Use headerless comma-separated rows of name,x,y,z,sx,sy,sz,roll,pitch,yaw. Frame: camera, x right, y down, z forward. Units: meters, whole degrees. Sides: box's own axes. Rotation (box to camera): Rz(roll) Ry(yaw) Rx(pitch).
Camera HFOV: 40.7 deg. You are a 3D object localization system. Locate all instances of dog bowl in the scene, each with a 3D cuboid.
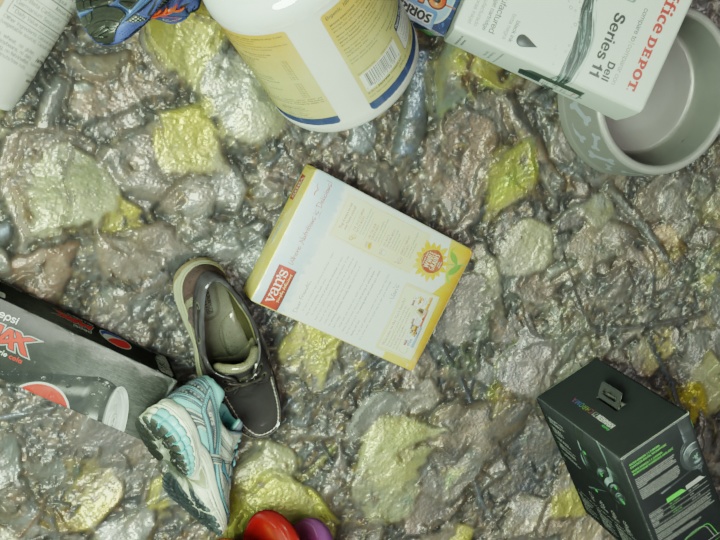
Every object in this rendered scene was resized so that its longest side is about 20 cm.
dog bowl,0.312,-0.194,1.039,0.199,0.059,0.201,-6,107,-20

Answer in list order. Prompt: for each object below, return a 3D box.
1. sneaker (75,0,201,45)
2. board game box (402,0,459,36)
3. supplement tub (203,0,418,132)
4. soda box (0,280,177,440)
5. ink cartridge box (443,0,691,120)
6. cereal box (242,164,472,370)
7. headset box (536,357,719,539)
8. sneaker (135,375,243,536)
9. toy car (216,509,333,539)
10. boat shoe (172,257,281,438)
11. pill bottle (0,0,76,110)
sneaker,-0.162,-0.231,0.787,0.075,0.200,0.079,5,131,17
board game box,0.018,-0.322,0.901,0.199,0.034,0.136,20,96,-25
supplement tub,-0.045,-0.225,0.805,0.144,0.144,0.200,-44,145,-5
soda box,-0.272,0.078,0.883,0.200,0.063,0.071,30,93,-25
ink cartridge box,0.201,-0.252,0.931,0.199,0.083,0.147,23,94,-4
cereal box,0.000,0.000,0.981,0.199,0.040,0.144,26,94,-25
headset box,0.301,0.215,1.084,0.093,0.174,0.201,-31,112,-10
sneaker,-0.143,0.180,0.934,0.086,0.077,0.200,-44,148,-30
toy car,-0.075,0.325,0.991,0.199,0.175,0.151,25,55,-32
boat shoe,-0.124,0.085,0.941,0.072,0.065,0.201,-23,112,-16
pill bottle,-0.275,-0.239,0.766,0.114,0.114,0.200,32,91,-25
